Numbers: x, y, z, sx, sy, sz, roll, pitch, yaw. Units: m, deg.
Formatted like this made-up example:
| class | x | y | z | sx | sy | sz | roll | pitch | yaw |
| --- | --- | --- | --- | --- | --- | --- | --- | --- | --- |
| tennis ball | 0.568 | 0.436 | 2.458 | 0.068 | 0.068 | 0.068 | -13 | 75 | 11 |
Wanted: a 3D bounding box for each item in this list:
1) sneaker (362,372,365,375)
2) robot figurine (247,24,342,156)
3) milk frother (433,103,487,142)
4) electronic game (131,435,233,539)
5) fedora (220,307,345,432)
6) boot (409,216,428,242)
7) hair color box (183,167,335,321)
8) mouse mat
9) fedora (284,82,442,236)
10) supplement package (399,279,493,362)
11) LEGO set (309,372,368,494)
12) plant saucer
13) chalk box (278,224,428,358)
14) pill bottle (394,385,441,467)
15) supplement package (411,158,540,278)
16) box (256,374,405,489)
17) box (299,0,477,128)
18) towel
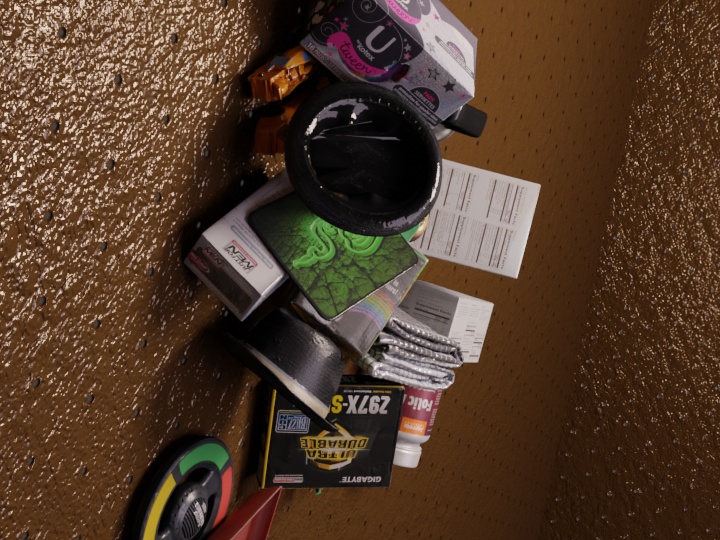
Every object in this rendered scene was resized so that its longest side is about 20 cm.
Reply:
| class | x | y | z | sx | sy | sz | roll | pitch | yaw |
| --- | --- | --- | --- | --- | --- | --- | --- | --- | --- |
| sneaker | 0.012 | 0.251 | 1.712 | 0.202 | 0.078 | 0.079 | -58 | 148 | -9 |
| robot figurine | -0.068 | -0.226 | 1.265 | 0.200 | 0.057 | 0.147 | -46 | 144 | -46 |
| milk frother | 0.063 | -0.201 | 1.472 | 0.201 | 0.180 | 0.187 | -52 | 159 | 15 |
| electronic game | -0.220 | 0.306 | 1.278 | 0.200 | 0.041 | 0.203 | -44 | 142 | -49 |
| fedora | -0.080 | 0.114 | 1.278 | 0.092 | 0.200 | 0.201 | -51 | 152 | -7 |
| boot | 0.048 | -0.041 | 1.501 | 0.201 | 0.071 | 0.169 | -117 | -153 | -58 |
| hair color box | -0.111 | -0.039 | 1.223 | 0.061 | 0.099 | 0.200 | -46 | 180 | 42 |
| mouse mat | -0.028 | -0.038 | 1.235 | 0.199 | 0.162 | 0.008 | -32 | 170 | -47 |
| fedora | -0.005 | -0.125 | 1.216 | 0.203 | 0.199 | 0.091 | -65 | -164 | -18 |
| supplement package | 0.118 | 0.082 | 1.743 | 0.199 | 0.154 | 0.113 | 13 | 94 | -66 |
| LEGO set | -0.030 | 0.251 | 1.567 | 0.154 | 0.114 | 0.203 | -41 | 139 | -51 |
| plant saucer | -0.187 | 0.406 | 1.370 | 0.200 | 0.036 | 0.202 | -37 | 148 | -60 |
| chalk box | 0.000 | 0.000 | 1.350 | 0.201 | 0.124 | 0.124 | -55 | -173 | -12 |
| pill bottle | 0.081 | 0.238 | 1.809 | 0.114 | 0.113 | 0.204 | 13 | 92 | -66 |
| supplement package | 0.161 | -0.090 | 1.624 | 0.152 | 0.196 | 0.153 | -117 | -139 | -83 |
| box | -0.044 | 0.231 | 1.461 | 0.049 | 0.196 | 0.163 | -139 | -125 | -67 |
| box | 0.040 | -0.281 | 1.247 | 0.199 | 0.114 | 0.133 | 37 | 39 | -25 |
| towel | 0.040 | 0.098 | 1.516 | 0.198 | 0.165 | 0.087 | 20 | 99 | -46 |
